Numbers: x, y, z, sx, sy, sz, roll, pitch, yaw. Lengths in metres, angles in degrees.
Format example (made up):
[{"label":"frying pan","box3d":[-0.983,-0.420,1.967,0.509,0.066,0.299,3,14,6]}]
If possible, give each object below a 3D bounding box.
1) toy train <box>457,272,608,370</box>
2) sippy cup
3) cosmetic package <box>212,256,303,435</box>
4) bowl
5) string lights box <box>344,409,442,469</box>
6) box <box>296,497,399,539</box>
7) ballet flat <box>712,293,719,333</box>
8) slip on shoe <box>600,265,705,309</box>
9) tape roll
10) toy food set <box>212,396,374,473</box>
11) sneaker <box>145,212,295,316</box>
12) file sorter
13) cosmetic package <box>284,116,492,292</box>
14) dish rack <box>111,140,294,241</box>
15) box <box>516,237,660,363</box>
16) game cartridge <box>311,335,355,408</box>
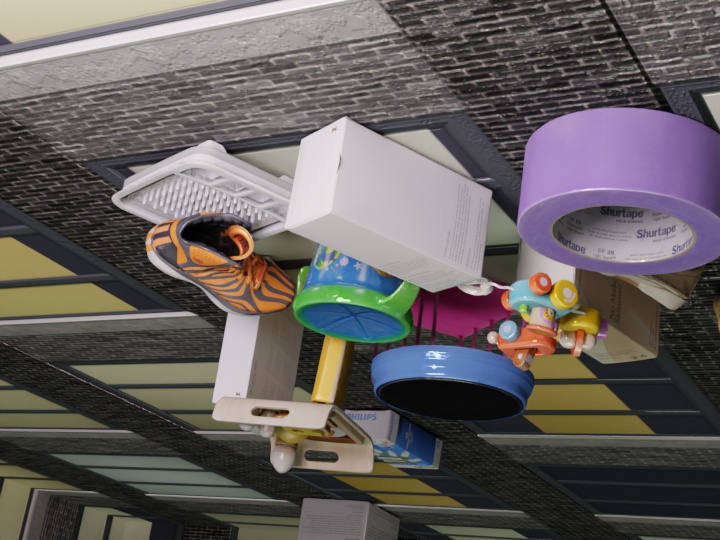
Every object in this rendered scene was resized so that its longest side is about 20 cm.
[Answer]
[{"label":"toy train","box3d":[0.186,0.065,1.334,0.150,0.056,0.200,-5,154,26]},{"label":"sippy cup","box3d":[0.000,0.000,1.392,0.177,0.131,0.140,3,158,15]},{"label":"cosmetic package","box3d":[-0.129,0.101,1.609,0.052,0.201,0.151,1,157,17]},{"label":"bowl","box3d":[0.110,0.142,1.492,0.200,0.039,0.201,7,159,3]},{"label":"string lights box","box3d":[0.060,0.315,2.283,0.103,0.059,0.200,-4,155,33]},{"label":"box","box3d":[-0.030,0.676,3.156,0.199,0.131,0.199,-2,156,27]},{"label":"ballet flat","box3d":[0.450,0.030,1.380,0.068,0.063,0.200,7,159,3]},{"label":"slip on shoe","box3d":[0.292,-0.023,1.320,0.200,0.076,0.061,28,116,-26]},{"label":"tape roll","box3d":[0.253,-0.071,1.172,0.199,0.085,0.200,9,160,3]},{"label":"toy food set","box3d":[-0.078,0.209,1.501,0.143,0.061,0.200,2,158,19]},{"label":"sneaker","box3d":[-0.138,-0.005,1.395,0.200,0.078,0.112,23,157,-34]},{"label":"file sorter","box3d":[0.113,0.095,1.599,0.139,0.126,0.200,16,158,-18]},{"label":"cosmetic package","box3d":[0.032,-0.063,1.250,0.200,0.108,0.085,24,156,-30]},{"label":"dish rack","box3d":[-0.163,-0.085,1.362,0.171,0.044,0.200,23,155,-34]},{"label":"box","box3d":[0.266,0.032,1.422,0.078,0.095,0.200,-11,153,39]},{"label":"game cartridge","box3d":[-0.027,0.093,1.548,0.032,0.201,0.176,9,159,3]}]
